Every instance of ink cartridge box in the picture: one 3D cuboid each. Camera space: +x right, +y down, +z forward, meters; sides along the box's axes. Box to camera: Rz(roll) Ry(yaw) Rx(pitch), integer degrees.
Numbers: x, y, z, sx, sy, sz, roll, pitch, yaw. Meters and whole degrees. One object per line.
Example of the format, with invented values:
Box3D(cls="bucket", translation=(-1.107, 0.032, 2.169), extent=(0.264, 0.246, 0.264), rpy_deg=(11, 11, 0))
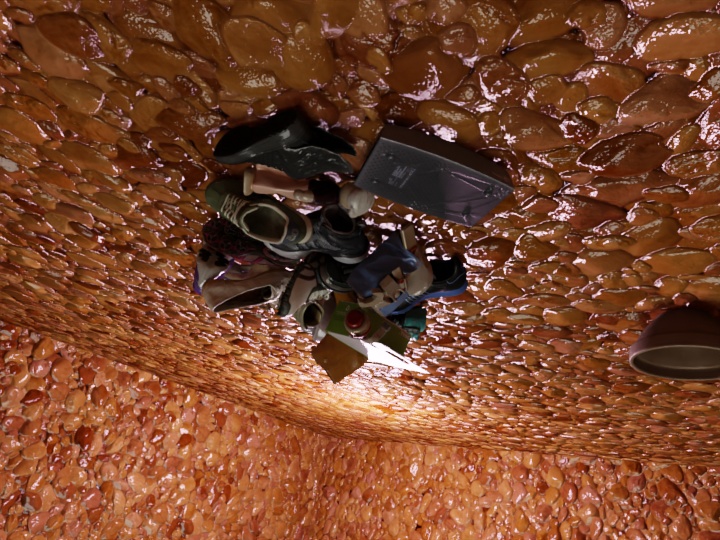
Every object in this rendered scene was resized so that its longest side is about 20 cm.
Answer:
Box3D(cls="ink cartridge box", translation=(0.045, 0.133, 1.070), extent=(0.147, 0.077, 0.198), rpy_deg=(35, 162, -30))

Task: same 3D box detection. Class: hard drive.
Box3D(cls="hard drive", translation=(0.100, -0.131, 0.749), extent=(0.196, 0.043, 0.135), rpy_deg=(18, 155, -12))

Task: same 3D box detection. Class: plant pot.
Box3D(cls="plant pot", translation=(0.617, 0.134, 1.010), extent=(0.196, 0.095, 0.202), rpy_deg=(10, 156, 4))

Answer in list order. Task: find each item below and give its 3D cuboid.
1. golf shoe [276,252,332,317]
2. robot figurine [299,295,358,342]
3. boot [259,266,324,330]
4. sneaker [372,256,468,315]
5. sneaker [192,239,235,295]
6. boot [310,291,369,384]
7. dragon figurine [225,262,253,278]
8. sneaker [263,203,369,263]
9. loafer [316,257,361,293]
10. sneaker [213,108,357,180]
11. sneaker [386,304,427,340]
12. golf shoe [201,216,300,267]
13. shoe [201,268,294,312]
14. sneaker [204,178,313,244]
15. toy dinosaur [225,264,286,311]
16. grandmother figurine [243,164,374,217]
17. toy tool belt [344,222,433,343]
Box3D(cls="golf shoe", translation=(-0.088, 0.023, 0.982), extent=(0.087, 0.201, 0.078), rpy_deg=(31, 128, -2))
Box3D(cls="robot figurine", translation=(-0.043, 0.128, 1.277), extent=(0.196, 0.114, 0.172), rpy_deg=(15, 123, -8))
Box3D(cls="boot", translation=(-0.147, 0.074, 1.186), extent=(0.154, 0.072, 0.201), rpy_deg=(40, 160, 21))
Box3D(cls="sneaker", translation=(0.104, 0.024, 1.014), extent=(0.196, 0.071, 0.078), rpy_deg=(-18, 139, 10))
Box3D(cls="sneaker", translation=(-0.295, -0.010, 1.055), extent=(0.080, 0.084, 0.200), rpy_deg=(27, -165, -7))
Box3D(cls="boot", translation=(-0.054, 0.137, 1.176), extent=(0.204, 0.143, 0.071), rpy_deg=(63, 161, -11))
Box3D(cls="dragon figurine", translation=(-0.278, 0.023, 1.221), extent=(0.098, 0.060, 0.201), rpy_deg=(24, 147, -7))
Box3D(cls="sneaker", translation=(-0.079, -0.074, 0.923), extent=(0.195, 0.077, 0.114), rpy_deg=(8, 151, 3))
Box3D(cls="loafer", translation=(0.000, 0.000, 1.013), extent=(0.062, 0.073, 0.198), rpy_deg=(-29, 161, 33))
Box3D(cls="sneaker", translation=(-0.110, -0.164, 0.758), extent=(0.197, 0.061, 0.104), rpy_deg=(-9, 145, 33))
Box3D(cls="sneaker", translation=(0.088, 0.100, 1.196), extent=(0.118, 0.085, 0.201), rpy_deg=(-4, 146, 23))
Box3D(cls="golf shoe", translation=(-0.213, -0.043, 1.045), extent=(0.196, 0.074, 0.092), rpy_deg=(15, 157, -6))
Box3D(cls="shoe", translation=(-0.196, 0.043, 1.002), extent=(0.196, 0.054, 0.071), rpy_deg=(-7, 131, -31))
Box3D(cls="sneaker", translation=(-0.176, -0.096, 0.852), extent=(0.197, 0.068, 0.090), rpy_deg=(24, -166, 10))
Box3D(cls="toy dinosaur", translation=(-0.220, 0.031, 1.118), extent=(0.196, 0.104, 0.058), rpy_deg=(0, -179, 28))
Box3D(cls="grandmother figurine", translation=(-0.075, -0.123, 0.810), extent=(0.195, 0.122, 0.062), rpy_deg=(10, 115, 3))
Box3D(cls="toy tool belt", translation=(0.032, 0.016, 0.915), extent=(0.125, 0.200, 0.123), rpy_deg=(40, 172, 32))
